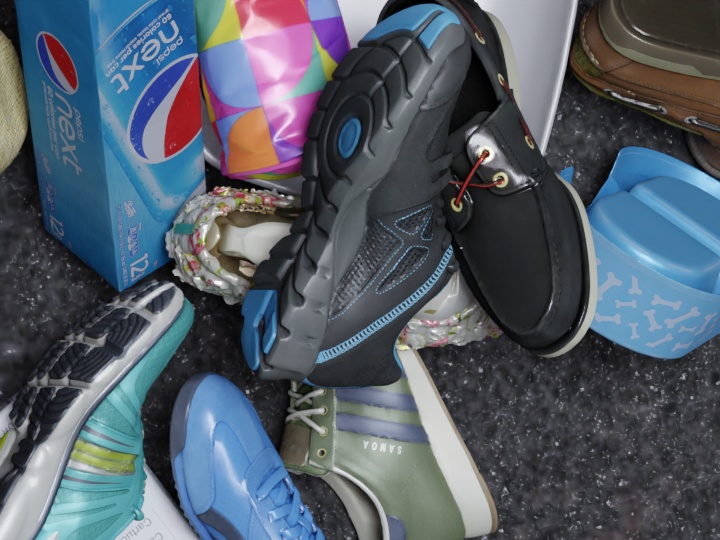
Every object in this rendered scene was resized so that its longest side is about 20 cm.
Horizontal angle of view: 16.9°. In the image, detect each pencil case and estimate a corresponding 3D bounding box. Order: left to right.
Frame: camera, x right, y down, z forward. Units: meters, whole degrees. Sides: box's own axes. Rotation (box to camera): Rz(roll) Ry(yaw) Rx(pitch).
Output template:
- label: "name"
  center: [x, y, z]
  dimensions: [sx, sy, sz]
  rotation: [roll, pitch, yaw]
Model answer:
- label: "pencil case"
  center: [-0.051, -0.146, 1.213]
  dimensions: [0.088, 0.088, 0.201]
  rotation: [-13, 93, -9]

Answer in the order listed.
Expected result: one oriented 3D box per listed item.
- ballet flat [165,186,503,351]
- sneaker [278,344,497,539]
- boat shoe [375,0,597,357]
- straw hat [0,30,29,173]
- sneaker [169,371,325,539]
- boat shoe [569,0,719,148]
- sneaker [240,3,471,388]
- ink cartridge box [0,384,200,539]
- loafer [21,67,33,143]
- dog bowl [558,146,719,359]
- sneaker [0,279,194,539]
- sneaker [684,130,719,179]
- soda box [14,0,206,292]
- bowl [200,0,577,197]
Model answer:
- label: "ballet flat"
  center: [0.000, 0.000, 1.234]
  dimensions: [0.199, 0.064, 0.076]
  rotation: [6, 86, -7]
- label: "sneaker"
  center: [-0.009, 0.074, 1.292]
  dimensions: [0.090, 0.067, 0.201]
  rotation: [-30, 97, -14]
- label: "boat shoe"
  center: [0.057, -0.049, 1.195]
  dimensions: [0.074, 0.063, 0.202]
  rotation: [-33, 61, 29]
- label: "straw hat"
  center: [-0.217, -0.082, 1.237]
  dimensions: [0.085, 0.201, 0.202]
  rotation: [-11, 90, -40]
- label: "sneaker"
  center: [-0.038, 0.143, 1.260]
  dimensions: [0.066, 0.078, 0.201]
  rotation: [-36, 115, -51]
- label: "boat shoe"
  center: [0.208, -0.101, 1.293]
  dimensions: [0.199, 0.068, 0.072]
  rotation: [21, 54, -10]
- label: "sneaker"
  center: [0.012, -0.033, 1.163]
  dimensions: [0.082, 0.073, 0.201]
  rotation: [14, 114, -26]
- label: "ink cartridge box"
  center: [-0.174, 0.186, 1.277]
  dimensions: [0.199, 0.041, 0.200]
  rotation: [-39, 95, -8]
- label: "loafer"
  center: [-0.136, -0.160, 1.286]
  dimensions: [0.071, 0.073, 0.201]
  rotation: [24, 85, 22]
- label: "dog bowl"
  center: [0.156, -0.008, 1.269]
  dimensions: [0.111, 0.200, 0.050]
  rotation: [36, 112, 15]
- label: "sneaker"
  center: [-0.142, 0.096, 1.241]
  dimensions: [0.079, 0.077, 0.201]
  rotation: [33, 85, -27]
- label: "sneaker"
  center: [0.232, -0.148, 1.335]
  dimensions: [0.070, 0.076, 0.201]
  rotation: [19, 85, -9]
- label: "soda box"
  center: [-0.123, -0.089, 1.211]
  dimensions: [0.064, 0.201, 0.068]
  rotation: [-33, 54, -28]
- label: "bowl"
  center: [0.007, -0.129, 1.298]
  dimensions: [0.199, 0.075, 0.201]
  rotation: [12, 87, -10]
